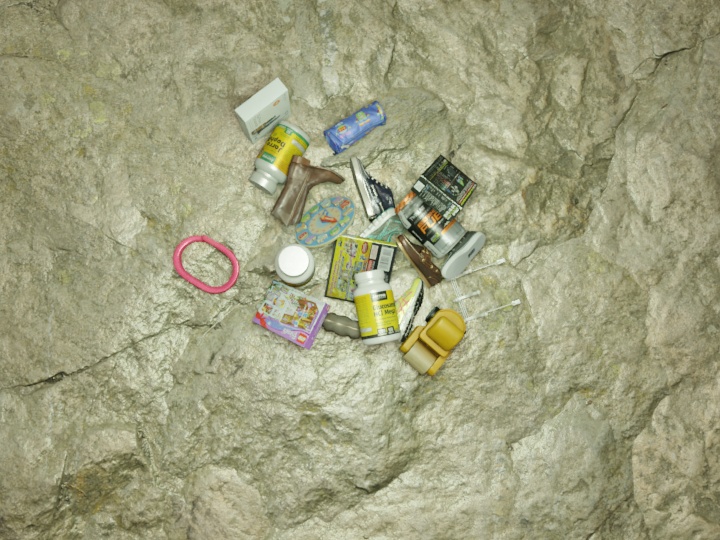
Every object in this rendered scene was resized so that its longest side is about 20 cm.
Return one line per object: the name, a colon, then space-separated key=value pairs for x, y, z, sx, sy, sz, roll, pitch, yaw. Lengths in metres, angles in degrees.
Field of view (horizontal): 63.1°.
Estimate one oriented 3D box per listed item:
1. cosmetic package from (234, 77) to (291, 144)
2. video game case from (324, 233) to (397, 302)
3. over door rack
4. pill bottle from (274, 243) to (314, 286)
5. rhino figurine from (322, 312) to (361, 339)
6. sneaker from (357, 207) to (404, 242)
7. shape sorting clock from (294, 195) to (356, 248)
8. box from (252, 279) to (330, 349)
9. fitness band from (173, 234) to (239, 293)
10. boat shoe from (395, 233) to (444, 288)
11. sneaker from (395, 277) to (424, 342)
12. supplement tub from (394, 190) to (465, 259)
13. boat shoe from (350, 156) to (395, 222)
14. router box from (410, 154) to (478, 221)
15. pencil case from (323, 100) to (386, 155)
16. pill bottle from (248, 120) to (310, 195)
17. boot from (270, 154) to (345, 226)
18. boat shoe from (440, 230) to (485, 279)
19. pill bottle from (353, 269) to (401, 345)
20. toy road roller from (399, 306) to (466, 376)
cosmetic package: x=-0.276 y=-0.455 z=1.689 sx=0.151 sy=0.200 sz=0.052 roll=-41 pitch=89 yaw=-6
video game case: x=0.000 y=0.000 z=1.706 sx=0.180 sy=0.026 sz=0.201 roll=11 pitch=111 yaw=-3
over door rack: x=0.369 y=0.057 z=1.745 sx=0.199 sy=0.067 sz=0.148 roll=-19 pitch=86 yaw=-5
pill bottle: x=-0.183 y=-0.015 z=1.649 sx=0.111 sy=0.200 sz=0.111 roll=0 pitch=84 yaw=-4
rhino figurine: x=-0.080 y=0.151 z=1.695 sx=0.199 sy=0.087 sz=0.060 roll=17 pitch=83 yaw=-2
sneaker: x=0.046 y=-0.090 z=1.716 sx=0.200 sy=0.078 sz=0.091 roll=-42 pitch=90 yaw=16
shape sorting clock: x=-0.103 y=-0.143 z=1.690 sx=0.200 sy=0.200 sz=0.039 roll=-35 pitch=129 yaw=-6
box: x=-0.197 y=0.123 z=1.668 sx=0.200 sy=0.039 sz=0.137 roll=22 pitch=82 yaw=30
fitness band: x=-0.450 y=-0.019 z=1.718 sx=0.200 sy=0.037 sz=0.144 roll=32 pitch=86 yaw=1
boat shoe: x=0.177 y=-0.037 z=1.711 sx=0.070 sy=0.070 sz=0.200 roll=-33 pitch=120 yaw=14
sneaker: x=0.124 y=0.105 z=1.722 sx=0.090 sy=0.078 sz=0.200 roll=19 pitch=71 yaw=21
supplement tub: x=0.201 y=-0.141 z=1.726 sx=0.200 sy=0.123 sz=0.123 roll=43 pitch=83 yaw=2
boat shoe: x=0.038 y=-0.253 z=1.756 sx=0.092 sy=0.075 sz=0.201 roll=-18 pitch=95 yaw=-6
router box: x=0.248 y=-0.243 z=1.712 sx=0.150 sy=0.200 sz=0.062 roll=39 pitch=127 yaw=2
pencil case: x=-0.014 y=-0.428 z=1.763 sx=0.200 sy=0.078 sz=0.087 roll=-33 pitch=58 yaw=-6
pill bottle: x=-0.242 y=-0.327 z=1.722 sx=0.113 sy=0.113 sz=0.200 roll=31 pitch=84 yaw=0
boot: x=-0.154 y=-0.213 z=1.714 sx=0.186 sy=0.064 sz=0.201 roll=18 pitch=89 yaw=-27
boat shoe: x=0.293 y=-0.048 z=1.732 sx=0.057 sy=0.069 sz=0.200 roll=24 pitch=54 yaw=37
pill bottle: x=0.042 y=0.102 z=1.645 sx=0.112 sy=0.112 sz=0.201 roll=-11 pitch=86 yaw=-5
toy road roller: x=0.216 y=0.199 z=1.680 sx=0.123 sy=0.146 sz=0.200 roll=40 pitch=83 yaw=1
